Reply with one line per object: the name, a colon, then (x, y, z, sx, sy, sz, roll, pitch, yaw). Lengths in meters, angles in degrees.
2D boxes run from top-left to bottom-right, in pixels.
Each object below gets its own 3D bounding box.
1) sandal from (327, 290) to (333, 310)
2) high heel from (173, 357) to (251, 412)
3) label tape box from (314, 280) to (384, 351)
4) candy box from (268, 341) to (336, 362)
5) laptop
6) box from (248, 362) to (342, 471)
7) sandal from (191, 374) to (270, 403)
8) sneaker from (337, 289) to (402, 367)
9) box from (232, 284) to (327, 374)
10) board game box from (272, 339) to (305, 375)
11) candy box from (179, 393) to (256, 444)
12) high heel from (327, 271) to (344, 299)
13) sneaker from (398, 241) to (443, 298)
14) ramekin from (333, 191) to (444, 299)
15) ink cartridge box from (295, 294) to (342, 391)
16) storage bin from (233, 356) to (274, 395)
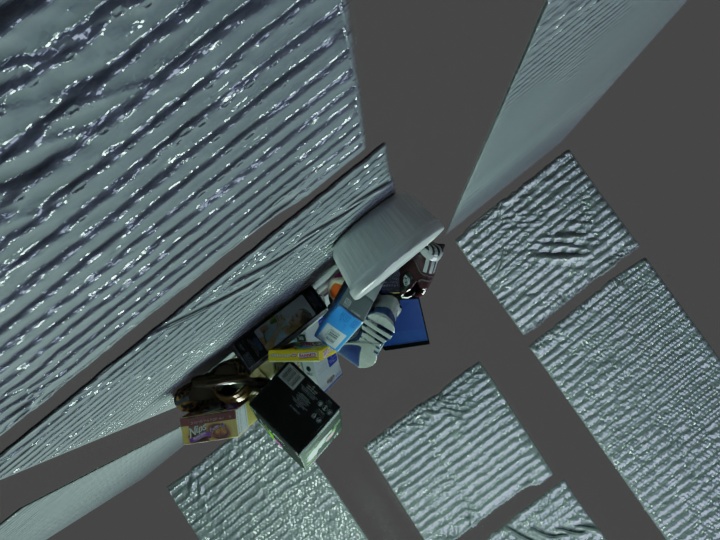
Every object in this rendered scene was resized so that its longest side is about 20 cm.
sandal: (-0.043, 0.086, 1.819, 0.053, 0.084, 0.200, -15, -169, 5)
high heel: (-0.288, 0.230, 1.587, 0.197, 0.073, 0.142, -27, 179, -18)
label tape box: (-0.004, 0.039, 1.522, 0.202, 0.062, 0.145, -61, -174, -35)
candy box: (-0.110, 0.160, 1.538, 0.099, 0.027, 0.200, 1, 179, 8)
laptop: (0.114, 0.053, 1.654, 0.175, 0.103, 0.203, -1, 127, -51)
box: (-0.127, 0.299, 1.583, 0.124, 0.148, 0.201, -45, 164, -17)
sandal: (-0.251, 0.236, 1.538, 0.080, 0.056, 0.199, -4, 166, 29)
sneaker: (0.033, 0.107, 1.561, 0.200, 0.080, 0.116, -52, -175, 49)
box: (-0.165, 0.121, 1.580, 0.198, 0.061, 0.117, -37, 175, -14)
board game box: (-0.136, 0.160, 1.752, 0.033, 0.138, 0.199, -2, -167, 26)
candy box: (-0.283, 0.300, 1.581, 0.113, 0.058, 0.200, -9, 178, 4)
high heel: (0.000, 0.000, 1.701, 0.199, 0.068, 0.097, -35, -168, 48)
sneaker: (0.081, -0.012, 1.495, 0.074, 0.119, 0.199, 8, -170, -25)
ramekin: (0.040, -0.048, 1.323, 0.201, 0.095, 0.202, -38, 175, -4)
ink cartridge box: (-0.098, 0.167, 1.742, 0.038, 0.205, 0.099, -1, -159, 31)
storage bin: (-0.216, 0.209, 1.831, 0.198, 0.095, 0.199, -40, 175, 29)
